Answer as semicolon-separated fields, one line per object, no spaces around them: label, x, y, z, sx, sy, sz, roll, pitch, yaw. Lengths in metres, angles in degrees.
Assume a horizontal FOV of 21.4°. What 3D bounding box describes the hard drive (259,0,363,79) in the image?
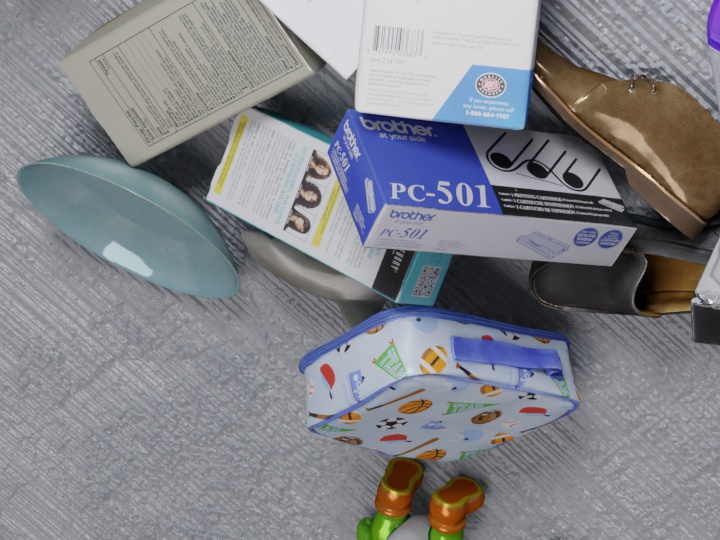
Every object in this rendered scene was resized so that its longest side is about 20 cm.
hard drive;-0.040;-0.248;1.308;0.200;0.027;0.132;42;96;-7

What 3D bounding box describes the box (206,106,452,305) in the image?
box;-0.019;-0.051;1.408;0.200;0.049;0.082;28;102;34

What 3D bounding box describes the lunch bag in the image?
lunch bag;0.066;0.085;1.455;0.200;0.076;0.160;10;150;-37

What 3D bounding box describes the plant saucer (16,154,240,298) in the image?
plant saucer;-0.179;-0.045;1.532;0.201;0.039;0.201;23;161;8

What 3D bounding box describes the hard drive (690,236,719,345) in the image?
hard drive;0.305;-0.015;1.233;0.139;0.200;0.038;7;124;24

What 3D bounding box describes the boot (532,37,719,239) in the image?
boot;0.181;-0.115;1.328;0.200;0.074;0.075;41;102;1

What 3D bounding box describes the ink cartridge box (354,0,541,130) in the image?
ink cartridge box;0.064;-0.200;1.263;0.116;0.067;0.200;7;99;6

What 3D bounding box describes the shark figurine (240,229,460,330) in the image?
shark figurine;0.022;0.005;1.463;0.214;0.090;0.128;-14;130;29

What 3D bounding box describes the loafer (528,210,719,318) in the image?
loafer;0.206;0.001;1.381;0.200;0.072;0.073;-12;118;34

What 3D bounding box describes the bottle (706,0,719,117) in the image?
bottle;0.267;-0.151;1.231;0.083;0.065;0.200;-23;120;-10

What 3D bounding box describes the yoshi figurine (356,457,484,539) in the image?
yoshi figurine;0.052;0.260;1.657;0.112;0.112;0.200;-1;117;-21

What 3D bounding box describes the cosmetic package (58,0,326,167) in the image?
cosmetic package;-0.118;-0.166;1.422;0.200;0.071;0.105;-21;111;36

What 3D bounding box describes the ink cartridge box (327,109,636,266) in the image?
ink cartridge box;0.084;-0.056;1.315;0.200;0.094;0.044;4;135;-27

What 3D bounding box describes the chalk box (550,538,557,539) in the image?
chalk box;0.165;0.355;1.632;0.125;0.124;0.200;28;133;4
